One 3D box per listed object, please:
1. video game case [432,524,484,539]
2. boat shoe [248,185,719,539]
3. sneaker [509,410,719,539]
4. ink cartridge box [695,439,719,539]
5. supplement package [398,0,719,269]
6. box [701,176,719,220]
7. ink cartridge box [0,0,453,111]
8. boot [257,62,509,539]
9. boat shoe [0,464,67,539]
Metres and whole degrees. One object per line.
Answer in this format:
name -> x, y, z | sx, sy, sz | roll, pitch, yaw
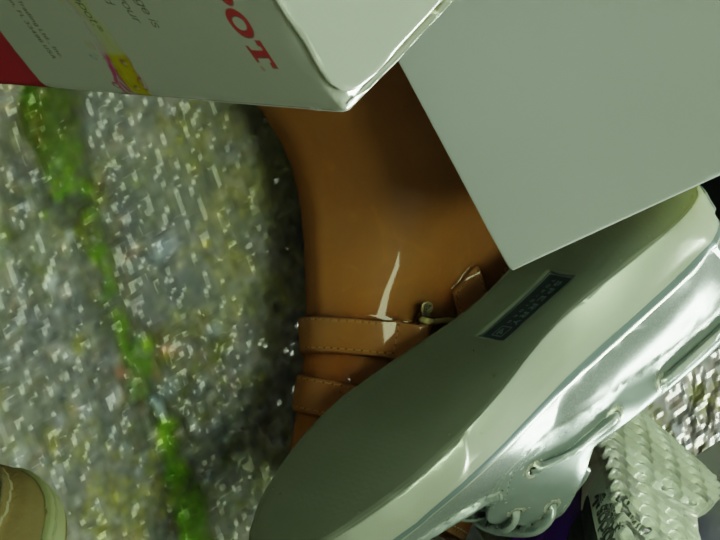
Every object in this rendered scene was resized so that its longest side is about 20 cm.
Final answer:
video game case -> 0.048, 0.221, 1.037 | 0.200, 0.023, 0.182 | 59, 38, -28
boat shoe -> 0.053, 0.051, 0.959 | 0.201, 0.070, 0.072 | -40, 118, -20
sneaker -> 0.073, 0.107, 1.025 | 0.070, 0.200, 0.100 | 41, 107, -11
ink cartridge box -> 0.206, 0.141, 1.122 | 0.146, 0.084, 0.200 | -35, 123, 10
supplement package -> 0.099, -0.096, 0.967 | 0.110, 0.114, 0.200 | 61, 28, -7
box -> 0.221, -0.073, 1.123 | 0.115, 0.132, 0.200 | 22, 80, -38
ink cartridge box -> -0.073, -0.128, 0.827 | 0.086, 0.200, 0.148 | -48, 122, -26
boot -> 0.000, 0.000, 0.987 | 0.200, 0.074, 0.155 | 27, 81, -36
boat shoe -> -0.169, 0.123, 0.857 | 0.201, 0.073, 0.063 | -45, 125, -20
